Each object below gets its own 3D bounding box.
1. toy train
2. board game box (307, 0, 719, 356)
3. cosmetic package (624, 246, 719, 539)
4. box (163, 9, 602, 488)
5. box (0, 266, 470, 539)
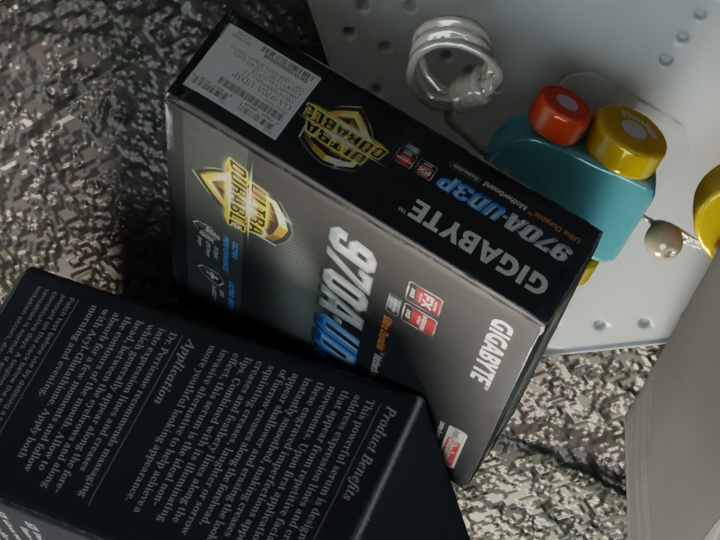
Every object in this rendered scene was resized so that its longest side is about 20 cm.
[{"bbox_3d":[0.124,-0.069,0.671,0.198,0.056,0.151,-8,122,17],"label":"toy train"},{"bbox_3d":[0.098,-0.056,0.735,0.198,0.026,0.201,-7,124,20],"label":"board game box"},{"bbox_3d":[0.161,0.072,0.707,0.089,0.108,0.200,5,156,-5],"label":"cosmetic package"},{"bbox_3d":[0.000,0.000,0.716,0.158,0.046,0.200,32,158,8],"label":"box"},{"bbox_3d":[-0.068,0.104,0.791,0.198,0.108,0.149,18,153,22],"label":"box"}]
